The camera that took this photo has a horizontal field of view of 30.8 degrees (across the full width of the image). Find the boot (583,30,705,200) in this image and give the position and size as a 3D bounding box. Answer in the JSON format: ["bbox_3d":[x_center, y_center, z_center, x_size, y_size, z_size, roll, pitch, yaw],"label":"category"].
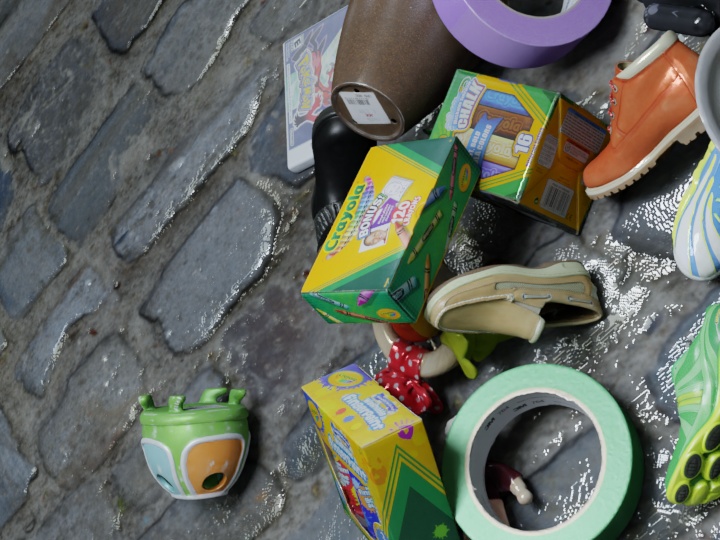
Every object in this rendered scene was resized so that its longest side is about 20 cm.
[{"bbox_3d":[0.279,-0.155,1.321,0.107,0.075,0.200,47,133,1],"label":"boot"}]

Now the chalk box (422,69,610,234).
[{"bbox_3d":[0.157,-0.137,1.441,0.199,0.124,0.125,24,92,45],"label":"chalk box"}]

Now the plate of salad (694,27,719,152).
[{"bbox_3d":[0.398,-0.154,1.177,0.048,0.198,0.202,119,152,-65],"label":"plate of salad"}]

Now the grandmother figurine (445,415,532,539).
[{"bbox_3d":[0.128,0.247,1.376,0.121,0.060,0.202,-24,62,26],"label":"grandmother figurine"}]

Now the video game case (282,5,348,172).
[{"bbox_3d":[-0.032,-0.252,1.741,0.181,0.023,0.202,-22,60,37],"label":"video game case"}]

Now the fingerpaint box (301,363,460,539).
[{"bbox_3d":[0.020,0.210,1.374,0.200,0.073,0.168,33,143,66],"label":"fingerpaint box"}]

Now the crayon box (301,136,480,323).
[{"bbox_3d":[0.033,-0.041,1.349,0.118,0.058,0.201,-3,51,41],"label":"crayon box"}]

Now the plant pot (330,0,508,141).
[{"bbox_3d":[0.048,-0.253,1.498,0.186,0.187,0.201,-2,49,44],"label":"plant pot"}]

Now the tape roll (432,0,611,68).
[{"bbox_3d":[0.177,-0.327,1.436,0.066,0.198,0.202,140,137,-68],"label":"tape roll"}]

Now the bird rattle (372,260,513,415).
[{"bbox_3d":[0.075,0.071,1.449,0.200,0.112,0.164,-38,71,44],"label":"bird rattle"}]

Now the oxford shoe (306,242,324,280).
[{"bbox_3d":[0.000,0.000,1.428,0.199,0.072,0.085,13,92,56],"label":"oxford shoe"}]

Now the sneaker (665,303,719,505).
[{"bbox_3d":[0.332,0.124,1.226,0.084,0.074,0.202,-159,87,-71],"label":"sneaker"}]

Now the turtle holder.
[{"bbox_3d":[-0.224,0.221,1.672,0.184,0.141,0.133,-5,88,33],"label":"turtle holder"}]

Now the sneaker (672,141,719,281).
[{"bbox_3d":[0.350,-0.089,1.239,0.075,0.105,0.201,21,89,17],"label":"sneaker"}]

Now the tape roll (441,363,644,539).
[{"bbox_3d":[0.181,0.195,1.310,0.199,0.048,0.202,-11,64,24],"label":"tape roll"}]

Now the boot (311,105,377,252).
[{"bbox_3d":[-0.017,-0.075,1.556,0.212,0.079,0.159,93,174,-47],"label":"boot"}]

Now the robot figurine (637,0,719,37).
[{"bbox_3d":[0.360,-0.293,1.304,0.199,0.124,0.151,27,98,46],"label":"robot figurine"}]

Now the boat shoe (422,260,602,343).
[{"bbox_3d":[0.162,0.039,1.327,0.072,0.198,0.077,109,143,-48],"label":"boat shoe"}]
